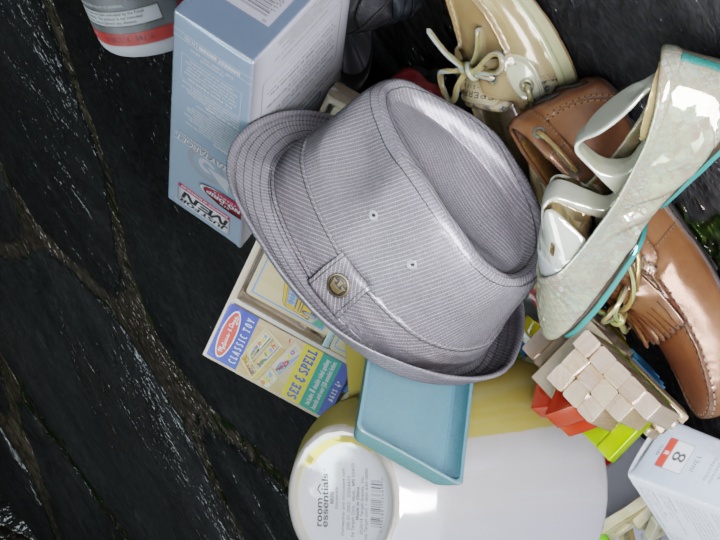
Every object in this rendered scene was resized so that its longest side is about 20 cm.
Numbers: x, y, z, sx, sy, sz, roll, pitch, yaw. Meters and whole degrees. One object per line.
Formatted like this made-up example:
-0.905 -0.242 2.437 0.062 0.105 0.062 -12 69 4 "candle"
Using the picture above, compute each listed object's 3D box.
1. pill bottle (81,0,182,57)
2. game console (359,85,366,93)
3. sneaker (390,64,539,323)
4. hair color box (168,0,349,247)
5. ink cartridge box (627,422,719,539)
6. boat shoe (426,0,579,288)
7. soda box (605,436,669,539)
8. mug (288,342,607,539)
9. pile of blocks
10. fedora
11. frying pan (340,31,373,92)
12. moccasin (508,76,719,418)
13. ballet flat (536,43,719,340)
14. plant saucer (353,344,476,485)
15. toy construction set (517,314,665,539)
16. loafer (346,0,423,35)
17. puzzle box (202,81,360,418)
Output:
-0.162 -0.259 1.912 0.116 0.116 0.200 33 149 56 "pill bottle"
-0.027 -0.052 1.829 0.171 0.118 0.200 83 162 -54 "game console"
0.056 -0.032 1.710 0.201 0.098 0.071 51 160 20 "sneaker"
-0.060 -0.111 1.626 0.061 0.099 0.200 34 152 15 "hair color box"
0.260 0.167 1.527 0.200 0.050 0.162 17 154 40 "ink cartridge box"
0.090 -0.085 1.578 0.200 0.063 0.073 64 163 -16 "boat shoe"
0.138 0.125 1.803 0.200 0.064 0.068 40 155 47 "soda box"
0.029 0.114 1.602 0.150 0.153 0.187 -51 60 28 "mug"
0.130 0.070 1.539 0.082 0.062 0.200 44 -173 -4 "pile of blocks"
0.030 -0.035 1.530 0.090 0.177 0.200 -45 72 36 "fedora"
-0.025 -0.191 1.760 0.115 0.031 0.191 31 -127 -53 "frying pan"
0.147 -0.006 1.525 0.202 0.078 0.074 62 163 -11 "moccasin"
0.128 -0.044 1.423 0.062 0.068 0.200 25 129 -13 "ballet flat"
0.034 0.037 1.555 0.070 0.200 0.019 29 129 -18 "plant saucer"
0.132 0.111 1.703 0.200 0.131 0.092 43 129 37 "toy construction set"
-0.007 -0.208 1.630 0.073 0.072 0.200 48 160 35 "loafer"
0.000 0.000 1.679 0.133 0.025 0.200 28 117 4 "puzzle box"
